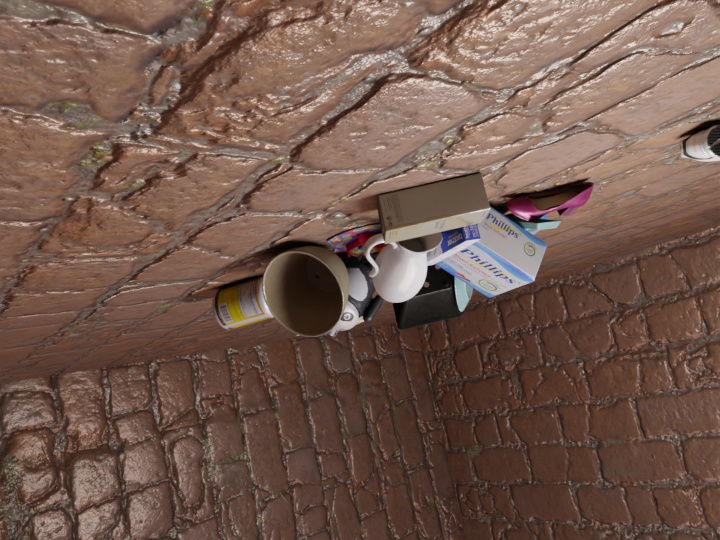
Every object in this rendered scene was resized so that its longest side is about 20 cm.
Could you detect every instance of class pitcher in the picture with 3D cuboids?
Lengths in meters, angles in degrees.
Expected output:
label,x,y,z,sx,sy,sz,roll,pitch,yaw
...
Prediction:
label,x,y,z,sx,sy,sz,roll,pitch,yaw
pitcher,0.072,-0.016,1.275,0.168,0.123,0.201,-4,145,-18

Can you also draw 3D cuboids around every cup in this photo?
label,x,y,z,sx,sy,sz,roll,pitch,yaw
cup,-0.103,0.027,1.322,0.197,0.203,0.143,-17,-166,27

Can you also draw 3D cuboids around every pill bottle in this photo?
label,x,y,z,sx,sy,sz,roll,pitch,yaw
pill bottle,-0.282,0.081,1.536,0.197,0.111,0.109,-16,169,18

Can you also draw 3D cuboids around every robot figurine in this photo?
label,x,y,z,sx,sy,sz,roll,pitch,yaw
robot figurine,-0.031,0.051,1.459,0.148,0.202,0.125,10,148,37

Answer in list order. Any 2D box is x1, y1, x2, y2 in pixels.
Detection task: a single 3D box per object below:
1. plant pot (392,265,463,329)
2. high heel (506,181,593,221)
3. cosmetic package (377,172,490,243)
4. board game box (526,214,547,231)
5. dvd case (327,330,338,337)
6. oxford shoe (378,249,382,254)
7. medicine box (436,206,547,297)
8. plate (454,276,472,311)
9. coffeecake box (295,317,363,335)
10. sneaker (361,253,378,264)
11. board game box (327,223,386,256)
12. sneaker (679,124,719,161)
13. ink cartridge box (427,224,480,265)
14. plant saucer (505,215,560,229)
label,x,y,z,sx,sy,sz,roll,pitch,yaw
plant pot,0.175,0.029,1.637,0.196,0.203,0.178,-13,158,3
high heel,0.415,-0.164,1.282,0.197,0.068,0.097,-6,144,-27
cosmetic package,0.134,-0.115,1.101,0.196,0.075,0.104,-12,170,0
board game box,0.402,-0.106,1.542,0.148,0.037,0.200,-14,176,6
dvd case,-0.099,0.079,1.531,0.199,0.150,0.016,30,-176,-40
oxford shoe,0.147,-0.044,1.493,0.196,0.074,0.071,-13,169,2
medicine box,0.296,-0.041,1.362,0.180,0.104,0.200,30,159,-10
plate,0.290,0.012,1.612,0.025,0.205,0.200,-1,174,21
coffeecake box,-0.102,0.093,1.696,0.197,0.156,0.073,-8,169,-25
sneaker,0.000,0.000,1.564,0.197,0.075,0.079,-17,164,25
board game box,0.013,-0.058,1.345,0.155,0.040,0.200,-14,169,6
sneaker,0.706,-0.249,1.136,0.196,0.075,0.080,-3,-179,-25
ink cartridge box,0.181,-0.081,1.278,0.043,0.096,0.200,-8,168,-25
plant saucer,0.369,-0.111,1.354,0.069,0.019,0.199,-8,-170,-24
